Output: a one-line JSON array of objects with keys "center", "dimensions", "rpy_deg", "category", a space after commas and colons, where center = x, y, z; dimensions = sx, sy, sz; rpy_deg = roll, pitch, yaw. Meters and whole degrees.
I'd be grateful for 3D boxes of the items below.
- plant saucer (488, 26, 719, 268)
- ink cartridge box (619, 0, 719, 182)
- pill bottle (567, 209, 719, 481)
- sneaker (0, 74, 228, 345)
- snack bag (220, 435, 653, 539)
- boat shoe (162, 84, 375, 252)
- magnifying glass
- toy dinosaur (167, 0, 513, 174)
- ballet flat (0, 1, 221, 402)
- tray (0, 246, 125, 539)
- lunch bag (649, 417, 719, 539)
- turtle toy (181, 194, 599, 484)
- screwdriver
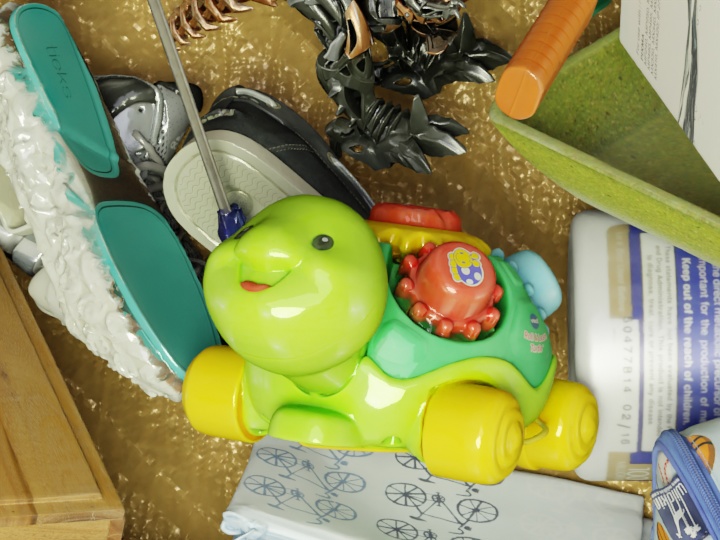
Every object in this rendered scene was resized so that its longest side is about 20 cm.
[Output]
[{"center": [0.189, -0.053, 0.965], "dimensions": [0.200, 0.048, 0.200], "rpy_deg": [29, 46, 36], "category": "plant saucer"}, {"center": [0.202, -0.089, 0.901], "dimensions": [0.145, 0.200, 0.084], "rpy_deg": [-9, 126, -10], "category": "ink cartridge box"}, {"center": [0.191, 0.031, 0.992], "dimensions": [0.200, 0.120, 0.120], "rpy_deg": [0, 86, 4], "category": "pill bottle"}, {"center": [-0.089, -0.024, 1.037], "dimensions": [0.200, 0.075, 0.116], "rpy_deg": [35, 86, 6], "category": "sneaker"}, {"center": [0.030, 0.129, 0.966], "dimensions": [0.188, 0.200, 0.021], "rpy_deg": [13, 114, 4], "category": "snack bag"}, {"center": [0.000, 0.000, 1.022], "dimensions": [0.072, 0.068, 0.200], "rpy_deg": [-36, 108, 27], "category": "boat shoe"}, {"center": [0.100, -0.126, 0.985], "dimensions": [0.022, 0.200, 0.080], "rpy_deg": [26, 132, 8], "category": "magnifying glass"}, {"center": [0.005, -0.126, 1.007], "dimensions": [0.102, 0.200, 0.136], "rpy_deg": [-44, 121, -31], "category": "toy dinosaur"}, {"center": [-0.121, -0.022, 0.985], "dimensions": [0.072, 0.072, 0.200], "rpy_deg": [-26, 70, 1], "category": "ballet flat"}, {"center": [-0.171, 0.051, 0.922], "dimensions": [0.099, 0.200, 0.037], "rpy_deg": [-1, 121, -25], "category": "tray"}, {"center": [0.173, 0.150, 0.912], "dimensions": [0.075, 0.200, 0.160], "rpy_deg": [-20, 56, -3], "category": "lunch bag"}, {"center": [0.006, 0.023, 0.901], "dimensions": [0.146, 0.200, 0.101], "rpy_deg": [8, 92, 27], "category": "turtle toy"}, {"center": [-0.057, -0.040, 0.953], "dimensions": [0.029, 0.028, 0.200], "rpy_deg": [-23, 122, -18], "category": "screwdriver"}]
